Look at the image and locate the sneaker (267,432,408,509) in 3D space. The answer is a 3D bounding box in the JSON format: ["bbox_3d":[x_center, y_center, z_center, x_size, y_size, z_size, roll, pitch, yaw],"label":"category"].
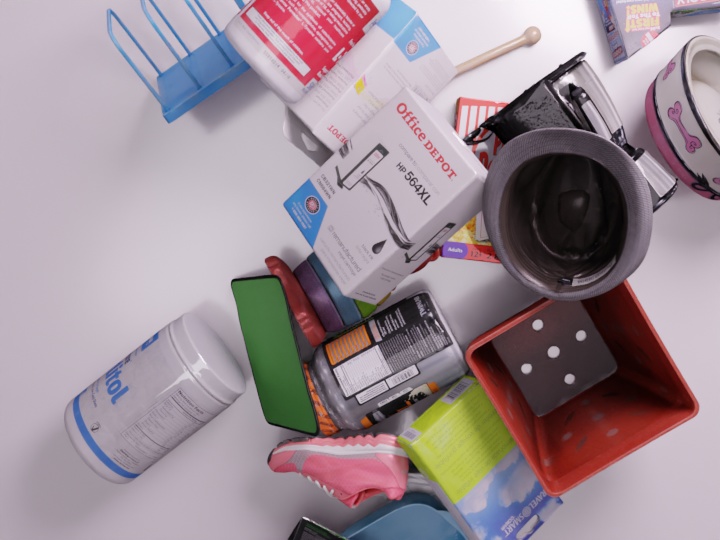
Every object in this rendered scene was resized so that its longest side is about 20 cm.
[{"bbox_3d":[-0.031,0.250,1.090,0.199,0.074,0.088,-9,70,25],"label":"sneaker"}]

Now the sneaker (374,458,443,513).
[{"bbox_3d":[0.055,0.281,1.150,0.198,0.071,0.081,3,113,7],"label":"sneaker"}]

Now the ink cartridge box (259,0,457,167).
[{"bbox_3d":[-0.011,-0.224,1.049,0.200,0.128,0.125,-46,57,5],"label":"ink cartridge box"}]

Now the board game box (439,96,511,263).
[{"bbox_3d":[0.185,-0.110,1.116,0.150,0.046,0.202,6,96,0],"label":"board game box"}]

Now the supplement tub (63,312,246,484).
[{"bbox_3d":[-0.260,0.163,1.117,0.200,0.132,0.132,-38,93,4],"label":"supplement tub"}]

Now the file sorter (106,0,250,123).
[{"bbox_3d":[-0.186,-0.299,1.044,0.199,0.139,0.123,-33,125,4],"label":"file sorter"}]

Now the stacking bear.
[{"bbox_3d":[0.000,0.000,1.104,0.199,0.114,0.122,-30,66,-5],"label":"stacking bear"}]

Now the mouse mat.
[{"bbox_3d":[-0.110,0.104,1.103,0.007,0.161,0.202,-16,96,-30],"label":"mouse mat"}]

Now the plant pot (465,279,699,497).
[{"bbox_3d":[0.250,0.115,1.072,0.199,0.176,0.201,-31,95,4],"label":"plant pot"}]

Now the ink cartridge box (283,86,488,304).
[{"bbox_3d":[0.034,-0.083,0.997,0.200,0.084,0.146,-43,64,15],"label":"ink cartridge box"}]

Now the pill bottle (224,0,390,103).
[{"bbox_3d":[-0.041,-0.287,0.946,0.200,0.112,0.112,-43,93,7],"label":"pill bottle"}]

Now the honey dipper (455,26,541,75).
[{"bbox_3d":[0.135,-0.260,1.112,0.199,0.038,0.038,-26,94,0],"label":"honey dipper"}]

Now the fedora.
[{"bbox_3d":[0.223,-0.070,0.939,0.175,0.090,0.202,1,117,25],"label":"fedora"}]

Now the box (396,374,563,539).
[{"bbox_3d":[0.147,0.242,1.068,0.122,0.048,0.201,-39,106,-16],"label":"box"}]

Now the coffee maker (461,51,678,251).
[{"bbox_3d":[0.240,-0.122,1.041,0.192,0.135,0.201,-34,94,29],"label":"coffee maker"}]

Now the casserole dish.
[{"bbox_3d":[0.049,0.350,1.140,0.200,0.039,0.121,-37,113,24],"label":"casserole dish"}]

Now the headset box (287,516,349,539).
[{"bbox_3d":[-0.049,0.444,1.125,0.173,0.093,0.201,28,122,-1],"label":"headset box"}]

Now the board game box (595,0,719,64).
[{"bbox_3d":[0.364,-0.361,1.079,0.198,0.062,0.202,-4,96,2],"label":"board game box"}]

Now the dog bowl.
[{"bbox_3d":[0.418,-0.172,1.042,0.201,0.200,0.074,53,137,-4],"label":"dog bowl"}]

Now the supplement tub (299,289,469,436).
[{"bbox_3d":[0.026,0.120,1.107,0.199,0.123,0.123,-28,94,5],"label":"supplement tub"}]
